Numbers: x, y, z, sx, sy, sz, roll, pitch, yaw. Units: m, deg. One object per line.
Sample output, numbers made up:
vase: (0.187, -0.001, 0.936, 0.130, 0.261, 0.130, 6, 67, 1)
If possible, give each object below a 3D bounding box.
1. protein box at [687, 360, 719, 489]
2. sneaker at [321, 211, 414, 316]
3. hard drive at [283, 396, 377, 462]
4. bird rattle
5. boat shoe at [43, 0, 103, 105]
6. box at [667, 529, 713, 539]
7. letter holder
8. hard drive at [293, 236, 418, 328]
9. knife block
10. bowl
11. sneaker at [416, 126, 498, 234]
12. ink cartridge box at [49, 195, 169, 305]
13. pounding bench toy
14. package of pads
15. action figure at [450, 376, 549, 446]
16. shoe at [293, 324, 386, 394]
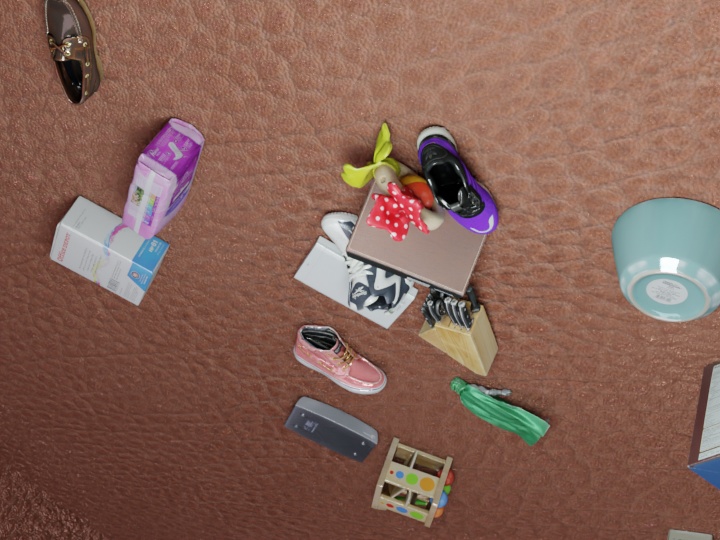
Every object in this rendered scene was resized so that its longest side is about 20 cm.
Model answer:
protein box: (0.652, 0.261, 1.639, 0.198, 0.200, 0.135, 35, 143, -14)
sneaker: (0.000, 0.000, 1.739, 0.079, 0.130, 0.199, -21, 125, 44)
hard drive: (-0.064, 0.354, 2.306, 0.200, 0.042, 0.135, 26, 145, -2)
bird rattle: (0.068, -0.118, 1.522, 0.163, 0.200, 0.113, 20, 114, -43)
boat shoe: (-0.451, -0.347, 1.605, 0.070, 0.070, 0.200, 13, 142, 17)
box: (0.715, 0.642, 2.198, 0.095, 0.078, 0.200, 1, 139, 29)
letter holder: (0.094, -0.057, 1.655, 0.200, 0.142, 0.101, 21, 176, 2)
hard drive: (-0.011, 0.024, 1.866, 0.200, 0.026, 0.132, 29, 144, -6)
knife block: (0.188, 0.096, 1.783, 0.200, 0.064, 0.176, 34, 156, -14)
bowl: (0.457, 0.001, 1.500, 0.201, 0.105, 0.201, 15, 144, 11)
sneaker: (0.143, -0.110, 1.525, 0.070, 0.100, 0.200, -28, 123, 19)
ink cartridge box: (-0.492, -0.038, 2.012, 0.200, 0.085, 0.145, 28, 144, -8)
pounding bench toy: (0.119, 0.495, 2.312, 0.156, 0.124, 0.200, 19, 144, 7)
package of pads: (-0.334, -0.152, 1.742, 0.076, 0.121, 0.200, 32, 144, -1)
action figure: (0.264, 0.263, 1.992, 0.200, 0.055, 0.118, 29, 146, 6)
shoe: (-0.039, 0.175, 2.035, 0.200, 0.072, 0.091, 24, 151, 7)
